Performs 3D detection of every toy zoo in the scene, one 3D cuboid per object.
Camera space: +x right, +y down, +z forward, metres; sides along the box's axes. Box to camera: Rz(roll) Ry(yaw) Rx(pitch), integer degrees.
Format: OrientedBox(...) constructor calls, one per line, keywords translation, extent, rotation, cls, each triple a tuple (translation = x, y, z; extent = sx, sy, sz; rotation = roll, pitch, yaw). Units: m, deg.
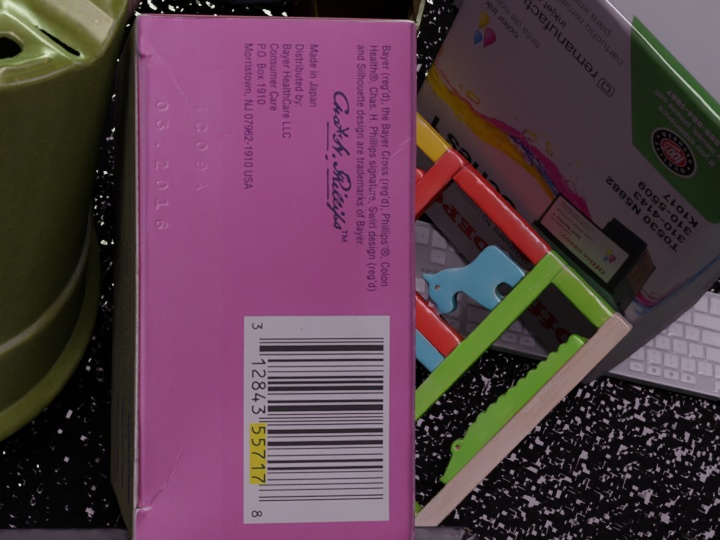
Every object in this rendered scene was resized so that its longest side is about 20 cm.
OrientedBox(translation=(0.000, 0.000, 0.884), extent=(0.131, 0.020, 0.200), rotation=(-45, 84, 7), cls="toy zoo")

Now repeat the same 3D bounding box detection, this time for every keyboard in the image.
OrientedBox(translation=(0.080, 0.015, 0.950), extent=(0.199, 0.011, 0.057), rotation=(13, 62, -12), cls="keyboard")

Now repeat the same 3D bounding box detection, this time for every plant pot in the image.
OrientedBox(translation=(-0.163, -0.058, 0.734), extent=(0.199, 0.190, 0.201), rotation=(13, 54, -18), cls="plant pot")

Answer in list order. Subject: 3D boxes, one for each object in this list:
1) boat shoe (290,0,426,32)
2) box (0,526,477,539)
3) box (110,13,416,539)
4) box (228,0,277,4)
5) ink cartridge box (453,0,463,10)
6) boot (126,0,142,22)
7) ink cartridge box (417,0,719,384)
OrientedBox(translation=(0.001, -0.135, 0.963), extent=(0.072, 0.068, 0.201), rotation=(13, 62, -12), cls="boat shoe")
OrientedBox(translation=(-0.055, 0.194, 0.753), extent=(0.199, 0.050, 0.200), rotation=(1, 79, -2), cls="box")
OrientedBox(translation=(-0.042, 0.003, 0.772), extent=(0.096, 0.200, 0.177), rotation=(0, 90, -9), cls="box")
OrientedBox(translation=(-0.015, -0.255, 0.891), extent=(0.117, 0.197, 0.201), rotation=(-6, 46, -6), cls="box")
OrientedBox(translation=(0.180, -0.126, 1.006), extent=(0.200, 0.084, 0.176), rotation=(-31, 78, -27), cls="ink cartridge box")
OrientedBox(translation=(-0.166, -0.167, 0.881), extent=(0.199, 0.070, 0.147), rotation=(12, 53, -8), cls="boot")
OrientedBox(translation=(0.107, -0.062, 0.882), extent=(0.084, 0.200, 0.145), rotation=(-35, 76, -29), cls="ink cartridge box")
